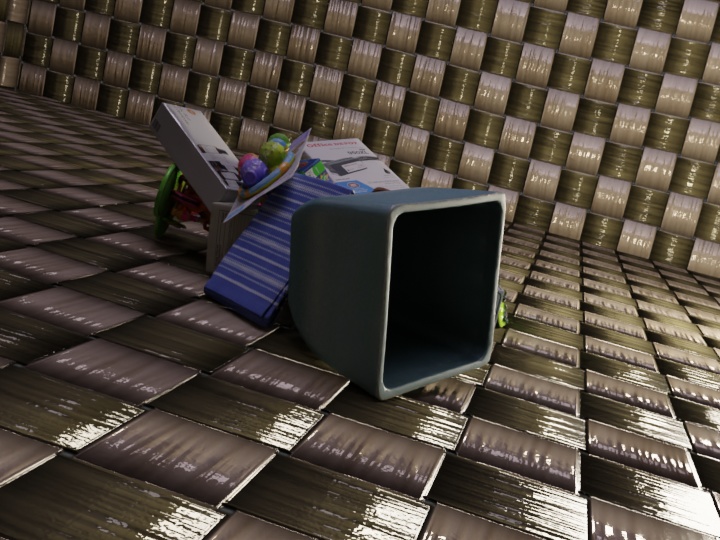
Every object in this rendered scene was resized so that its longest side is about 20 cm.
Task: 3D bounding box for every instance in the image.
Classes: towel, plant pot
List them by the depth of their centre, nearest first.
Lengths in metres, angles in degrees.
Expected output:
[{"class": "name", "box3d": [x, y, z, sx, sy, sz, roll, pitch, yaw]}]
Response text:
[{"class": "plant pot", "box3d": [0.021, 0.002, 1.017, 0.198, 0.201, 0.193, 16, 19, 42]}, {"class": "towel", "box3d": [-0.101, -0.031, 1.136, 0.143, 0.202, 0.024, 20, -21, 44]}]

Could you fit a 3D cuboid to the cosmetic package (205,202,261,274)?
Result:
[{"class": "cosmetic package", "box3d": [-0.114, -0.032, 1.242, 0.197, 0.106, 0.086, 13, 10, 39]}]

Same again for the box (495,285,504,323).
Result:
[{"class": "box", "box3d": [0.081, 0.022, 1.193, 0.195, 0.062, 0.117, 15, 9, -1]}]

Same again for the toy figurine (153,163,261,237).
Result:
[{"class": "toy figurine", "box3d": [-0.215, -0.091, 1.417, 0.181, 0.153, 0.200, 22, 0, -3]}]

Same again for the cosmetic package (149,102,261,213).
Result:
[{"class": "cosmetic package", "box3d": [-0.231, -0.167, 1.355, 0.082, 0.051, 0.201, 5, 40, -54]}]

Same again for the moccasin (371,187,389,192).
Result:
[{"class": "moccasin", "box3d": [0.104, -0.080, 1.505, 0.198, 0.075, 0.078, 23, 27, 1]}]

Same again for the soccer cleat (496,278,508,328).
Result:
[{"class": "soccer cleat", "box3d": [0.188, 0.050, 1.429, 0.079, 0.069, 0.200, -4, 9, 4]}]

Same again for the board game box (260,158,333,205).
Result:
[{"class": "board game box", "box3d": [-0.084, -0.092, 1.324, 0.034, 0.137, 0.199, -39, 21, -23]}]

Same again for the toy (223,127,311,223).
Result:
[{"class": "toy", "box3d": [-0.134, -0.147, 1.245, 0.048, 0.114, 0.201, 52, 20, -16]}]

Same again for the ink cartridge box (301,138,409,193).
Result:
[{"class": "ink cartridge box", "box3d": [-0.022, -0.156, 1.651, 0.142, 0.086, 0.200, -8, 38, -32]}]
